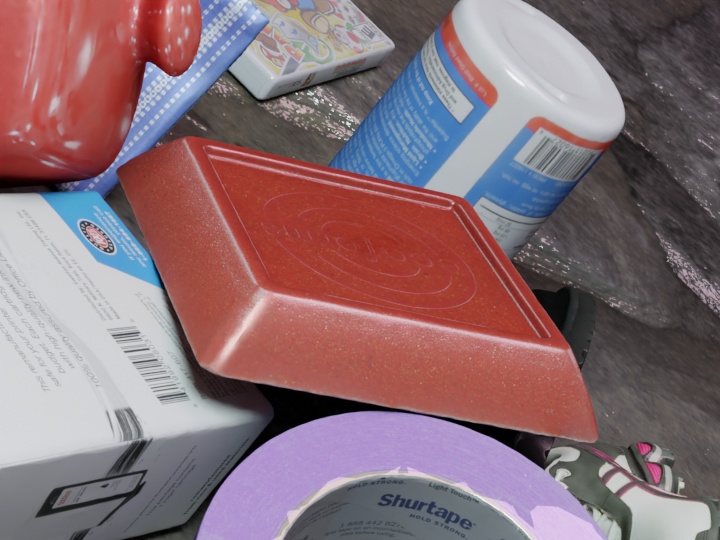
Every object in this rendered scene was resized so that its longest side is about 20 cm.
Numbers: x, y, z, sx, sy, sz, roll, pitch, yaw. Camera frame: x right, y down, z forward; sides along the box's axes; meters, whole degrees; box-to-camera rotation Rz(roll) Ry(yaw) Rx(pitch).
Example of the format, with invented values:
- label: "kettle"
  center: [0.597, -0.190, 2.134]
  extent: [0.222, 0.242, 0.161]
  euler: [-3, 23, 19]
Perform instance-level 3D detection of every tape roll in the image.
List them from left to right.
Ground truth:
- label: "tape roll"
  center: [0.018, 0.160, 1.023]
  extent: [0.199, 0.066, 0.201]
  euler: [11, 49, -13]

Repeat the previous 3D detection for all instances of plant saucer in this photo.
- label: "plant saucer"
  center: [0.000, 0.000, 1.135]
  extent: [0.199, 0.037, 0.200]
  euler: [12, 25, -24]

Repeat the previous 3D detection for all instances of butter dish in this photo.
- label: "butter dish"
  center: [-0.144, -0.114, 1.098]
  extent: [0.147, 0.201, 0.200]
  euler: [3, -3, 11]

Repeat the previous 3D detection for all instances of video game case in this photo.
- label: "video game case"
  center: [-0.087, -0.198, 1.584]
  extent: [0.200, 0.023, 0.182]
  euler: [46, 26, 10]

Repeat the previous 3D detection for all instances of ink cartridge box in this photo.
- label: "ink cartridge box"
  center: [-0.155, 0.045, 1.036]
  extent: [0.146, 0.084, 0.200]
  euler: [50, 27, 21]

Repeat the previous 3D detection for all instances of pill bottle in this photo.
- label: "pill bottle"
  center: [0.042, -0.044, 1.310]
  extent: [0.112, 0.200, 0.112]
  euler: [31, 27, -18]

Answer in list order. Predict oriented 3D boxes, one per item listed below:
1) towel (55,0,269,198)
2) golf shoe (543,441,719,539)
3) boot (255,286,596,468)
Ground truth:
- label: "towel"
  center: [-0.163, -0.149, 1.254]
  extent: [0.200, 0.145, 0.024]
  euler: [45, -3, -8]
- label: "golf shoe"
  center: [0.136, 0.141, 1.270]
  extent: [0.088, 0.078, 0.200]
  euler: [11, 9, -10]
- label: "boot"
  center: [0.031, 0.039, 1.229]
  extent: [0.157, 0.080, 0.211]
  euler: [25, 23, 4]
